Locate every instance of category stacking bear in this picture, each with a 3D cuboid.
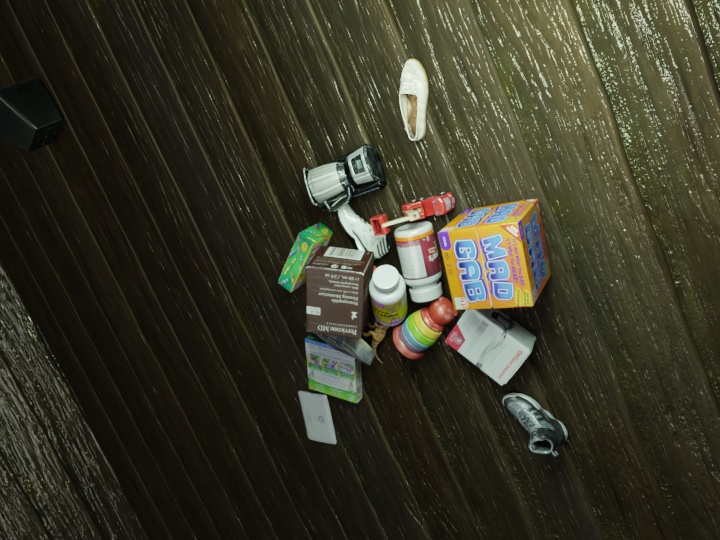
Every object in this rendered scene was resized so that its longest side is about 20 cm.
[{"bbox_3d":[0.191,0.153,1.643,0.122,0.113,0.200,46,122,6],"label":"stacking bear"}]

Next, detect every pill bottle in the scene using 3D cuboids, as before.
[{"bbox_3d":[0.078,0.068,1.617,0.103,0.105,0.201,24,154,21],"label":"pill bottle"},{"bbox_3d":[0.163,-0.024,1.578,0.108,0.109,0.203,-4,108,32],"label":"pill bottle"}]

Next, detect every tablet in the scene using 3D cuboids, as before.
[{"bbox_3d":[-0.156,0.529,2.071,0.128,0.014,0.204,1,111,31],"label":"tablet"}]

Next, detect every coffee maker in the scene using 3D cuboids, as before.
[{"bbox_3d":[-0.036,-0.262,1.582,0.197,0.193,0.136,-18,108,18],"label":"coffee maker"}]

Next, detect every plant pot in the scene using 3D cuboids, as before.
[{"bbox_3d":[-1.263,-0.574,2.188,0.177,0.201,0.199,42,127,-7],"label":"plant pot"}]

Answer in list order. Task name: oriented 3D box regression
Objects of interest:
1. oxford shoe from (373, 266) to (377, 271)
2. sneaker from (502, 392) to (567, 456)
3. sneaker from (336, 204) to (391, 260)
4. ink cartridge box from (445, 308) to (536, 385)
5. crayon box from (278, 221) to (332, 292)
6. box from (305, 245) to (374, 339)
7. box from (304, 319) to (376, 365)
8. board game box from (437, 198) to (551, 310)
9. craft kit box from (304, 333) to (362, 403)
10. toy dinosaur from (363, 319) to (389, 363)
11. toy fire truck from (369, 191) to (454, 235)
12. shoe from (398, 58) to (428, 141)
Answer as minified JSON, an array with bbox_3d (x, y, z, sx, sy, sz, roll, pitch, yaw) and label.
[{"bbox_3d":[0.000,0.000,1.726,0.199,0.073,0.072,35,92,-2],"label":"oxford shoe"},{"bbox_3d":[0.470,0.423,1.576,0.199,0.114,0.076,35,124,14],"label":"sneaker"},{"bbox_3d":[0.022,-0.129,1.656,0.114,0.076,0.202,-27,103,28],"label":"sneaker"},{"bbox_3d":[0.354,0.189,1.567,0.199,0.083,0.146,37,125,12],"label":"ink cartridge box"},{"bbox_3d":[-0.170,-0.041,1.772,0.058,0.119,0.202,36,124,12],"label":"crayon box"},{"bbox_3d":[-0.056,0.057,1.621,0.163,0.165,0.203,6,114,9],"label":"box"},{"bbox_3d":[-0.059,0.207,1.748,0.157,0.049,0.200,19,163,34],"label":"box"},{"bbox_3d":[0.333,-0.039,1.411,0.197,0.200,0.203,-6,108,33],"label":"board game box"},{"bbox_3d":[-0.089,0.327,1.926,0.197,0.048,0.201,11,113,28],"label":"craft kit box"},{"bbox_3d":[0.049,0.201,1.776,0.105,0.060,0.202,32,124,14],"label":"toy dinosaur"},{"bbox_3d":[0.138,-0.150,1.520,0.197,0.141,0.050,-11,105,34],"label":"toy fire truck"},{"bbox_3d":[0.135,-0.429,1.458,0.069,0.053,0.204,5,112,30],"label":"shoe"}]
